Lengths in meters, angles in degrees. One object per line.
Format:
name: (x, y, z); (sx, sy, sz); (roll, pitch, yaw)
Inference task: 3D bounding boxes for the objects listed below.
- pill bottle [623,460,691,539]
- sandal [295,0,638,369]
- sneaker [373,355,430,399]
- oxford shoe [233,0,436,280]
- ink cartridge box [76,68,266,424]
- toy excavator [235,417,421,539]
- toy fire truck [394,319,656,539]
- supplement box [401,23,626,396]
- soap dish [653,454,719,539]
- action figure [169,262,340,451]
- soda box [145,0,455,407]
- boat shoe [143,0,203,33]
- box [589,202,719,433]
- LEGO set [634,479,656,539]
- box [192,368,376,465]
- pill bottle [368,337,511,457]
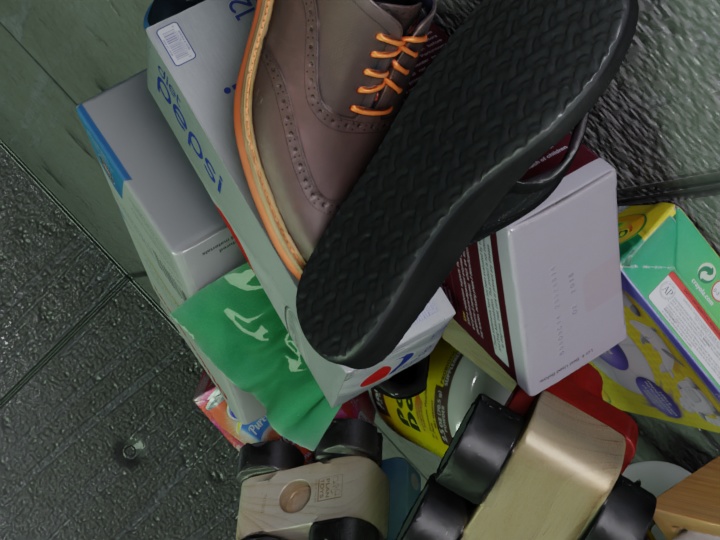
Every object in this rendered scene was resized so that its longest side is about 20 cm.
pill bottle: (0.204, 0.204, 1.027); (0.111, 0.111, 0.200); (37, 166, 34)
sandal: (0.045, -0.042, 0.636); (0.048, 0.201, 0.076); (14, -145, -42)
sneaker: (0.005, -0.017, 0.951); (0.078, 0.069, 0.202); (-137, 29, -66)
oxford shoe: (-0.007, -0.089, 0.667); (0.072, 0.071, 0.202); (9, 107, 44)
ink cartridge box: (-0.093, -0.017, 1.001); (0.145, 0.084, 0.201); (52, 165, 34)
toy excavator: (0.026, 0.194, 1.103); (0.200, 0.193, 0.101); (50, -147, -46)
toy fire truck: (0.065, 0.107, 0.804); (0.128, 0.177, 0.200); (29, -154, 3)
supplement box: (0.042, -0.045, 0.746); (0.200, 0.061, 0.109); (46, 158, 41)
soap dish: (0.247, 0.156, 0.697); (0.199, 0.082, 0.158); (7, 143, 48)
action figure: (0.000, 0.000, 0.881); (0.118, 0.200, 0.055); (43, -157, -14)
soda box: (-0.034, -0.038, 0.770); (0.201, 0.063, 0.068); (59, 165, 12)
boat shoe: (-0.061, -0.124, 0.898); (0.200, 0.069, 0.084); (43, -161, 30)
box: (0.135, 0.022, 0.809); (0.118, 0.048, 0.200); (49, 170, -12)
LEGO set: (0.183, 0.186, 0.880); (0.116, 0.152, 0.202); (-119, 15, -56)
box: (-0.043, 0.054, 1.181); (0.100, 0.095, 0.201); (49, -153, -20)
pill bottle: (0.072, 0.073, 1.045); (0.109, 0.109, 0.200); (49, 168, -18)
